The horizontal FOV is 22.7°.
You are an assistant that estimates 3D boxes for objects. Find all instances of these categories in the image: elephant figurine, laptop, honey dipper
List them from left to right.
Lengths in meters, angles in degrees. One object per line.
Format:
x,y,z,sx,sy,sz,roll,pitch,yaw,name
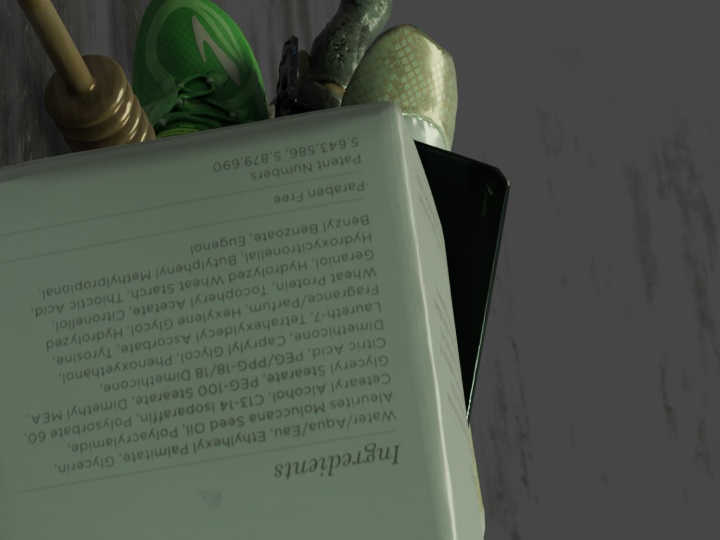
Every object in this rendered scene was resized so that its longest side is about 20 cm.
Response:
-0.129,-0.107,0.717,0.201,0.038,0.038,69,13,-55,honey dipper
-0.032,-0.059,1.066,0.142,0.154,0.200,57,21,-14,elephant figurine
0.000,0.000,0.871,0.200,0.102,0.179,-94,-167,-70,laptop

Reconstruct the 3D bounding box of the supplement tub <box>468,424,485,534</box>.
0.004,0.125,1.159,0.145,0.144,0.202,-82,163,-70,supplement tub

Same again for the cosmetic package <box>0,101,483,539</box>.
-0.041,0.069,0.682,0.165,0.163,0.202,64,18,-70,cosmetic package

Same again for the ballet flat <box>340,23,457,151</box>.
0.013,-0.027,0.922,0.063,0.067,0.201,-117,-145,-49,ballet flat

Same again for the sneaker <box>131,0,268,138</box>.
-0.080,-0.059,0.896,0.084,0.073,0.202,100,-13,-64,sneaker
